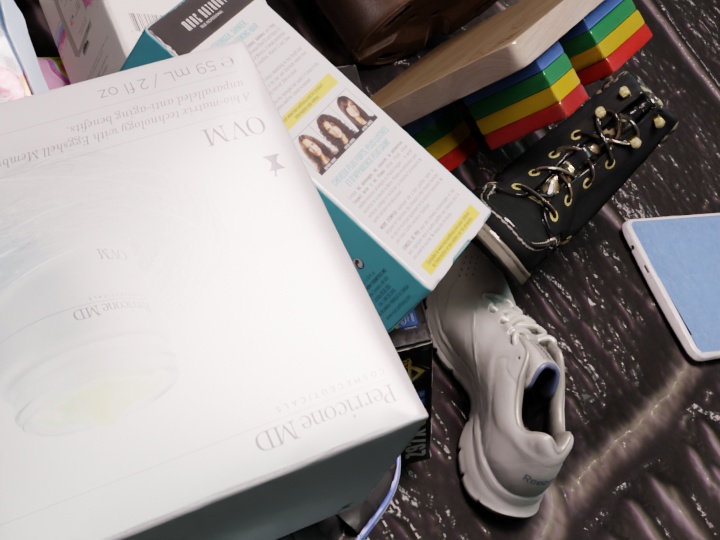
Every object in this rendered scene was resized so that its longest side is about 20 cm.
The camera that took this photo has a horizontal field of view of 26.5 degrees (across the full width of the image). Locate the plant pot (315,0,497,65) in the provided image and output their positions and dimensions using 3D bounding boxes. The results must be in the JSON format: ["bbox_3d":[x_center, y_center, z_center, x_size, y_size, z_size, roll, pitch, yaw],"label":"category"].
[{"bbox_3d":[0.015,-0.277,1.156,0.200,0.200,0.199,-23,80,-43],"label":"plant pot"}]

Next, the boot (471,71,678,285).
[{"bbox_3d":[0.141,-0.070,1.046,0.074,0.154,0.203,47,13,6],"label":"boot"}]

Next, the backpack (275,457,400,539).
[{"bbox_3d":[-0.089,0.097,0.805,0.200,0.147,0.183,40,57,7],"label":"backpack"}]

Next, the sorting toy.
[{"bbox_3d":[0.097,-0.134,1.099,0.200,0.198,0.070,-43,105,-45],"label":"sorting toy"}]

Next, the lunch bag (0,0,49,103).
[{"bbox_3d":[-0.256,-0.084,0.775,0.170,0.199,0.127,66,10,5],"label":"lunch bag"}]

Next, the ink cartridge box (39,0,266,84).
[{"bbox_3d":[-0.123,-0.156,0.927,0.116,0.068,0.201,1,50,-35],"label":"ink cartridge box"}]

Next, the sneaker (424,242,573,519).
[{"bbox_3d":[0.101,0.060,1.017,0.074,0.087,0.201,5,53,-29],"label":"sneaker"}]

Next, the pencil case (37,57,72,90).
[{"bbox_3d":[-0.143,-0.089,0.967,0.199,0.087,0.088,2,56,-35],"label":"pencil case"}]

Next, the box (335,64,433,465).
[{"bbox_3d":[0.000,0.000,0.944,0.049,0.160,0.201,-11,61,-6],"label":"box"}]

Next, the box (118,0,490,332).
[{"bbox_3d":[-0.030,-0.065,0.822,0.200,0.049,0.082,42,44,-1],"label":"box"}]

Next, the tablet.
[{"bbox_3d":[0.308,0.009,1.251,0.199,0.014,0.131,-5,60,-38],"label":"tablet"}]

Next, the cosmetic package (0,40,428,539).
[{"bbox_3d":[-0.110,0.032,0.675,0.198,0.123,0.201,-19,72,-23],"label":"cosmetic package"}]
